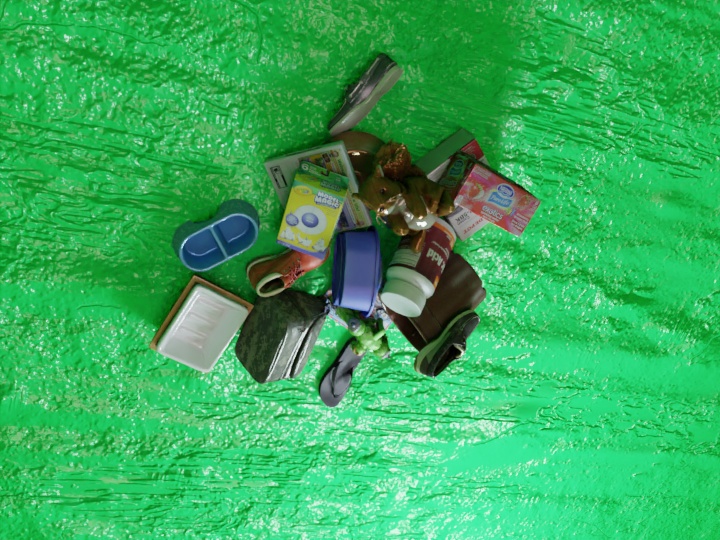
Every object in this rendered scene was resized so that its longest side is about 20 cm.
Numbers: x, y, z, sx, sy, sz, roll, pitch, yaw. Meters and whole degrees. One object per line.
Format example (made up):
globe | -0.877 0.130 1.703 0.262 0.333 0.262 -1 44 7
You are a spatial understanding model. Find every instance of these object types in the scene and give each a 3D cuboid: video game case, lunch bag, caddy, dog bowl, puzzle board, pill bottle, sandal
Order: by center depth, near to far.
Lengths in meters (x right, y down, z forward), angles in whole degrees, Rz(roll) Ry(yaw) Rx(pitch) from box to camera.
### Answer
video game case | -0.088 -0.166 1.641 0.178 0.022 0.203 -10 124 19
dog bowl | -0.305 -0.069 1.649 0.197 0.050 0.113 -26 123 -2
pill bottle | 0.124 -0.011 1.679 0.114 0.113 0.203 40 64 -31
caddy | 0.000 0.000 1.718 0.103 0.141 0.205 4 90 -13
lunch bag | -0.168 0.145 1.763 0.166 0.139 0.203 -3 124 -49
puzzle board | 0.008 0.079 1.852 0.199 0.017 0.151 34 103 -31
sandal | -0.046 0.258 1.915 0.075 0.043 0.203 15 112 -25

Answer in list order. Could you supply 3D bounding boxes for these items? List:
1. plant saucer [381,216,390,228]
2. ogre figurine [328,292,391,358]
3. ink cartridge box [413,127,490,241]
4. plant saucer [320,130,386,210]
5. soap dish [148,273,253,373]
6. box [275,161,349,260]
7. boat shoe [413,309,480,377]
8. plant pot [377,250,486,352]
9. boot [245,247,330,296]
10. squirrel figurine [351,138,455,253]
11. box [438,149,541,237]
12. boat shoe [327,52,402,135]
plant saucer | 0.040 -0.179 1.722 0.069 0.019 0.201 -38 121 4
ogre figurine | 0.008 0.135 1.802 0.097 0.120 0.202 -27 122 -3
ink cartridge box | 0.230 -0.191 1.739 0.146 0.083 0.201 -36 122 2
plant saucer | -0.015 -0.199 1.662 0.195 0.036 0.204 -5 125 -7
soap dish | -0.355 0.114 1.713 0.156 0.082 0.201 28 106 -28
box | -0.100 -0.127 1.630 0.115 0.049 0.202 19 126 -3
boat shoe | 0.203 0.167 1.701 0.200 0.066 0.073 -38 138 -24
plant pot | 0.175 0.067 1.800 0.197 0.200 0.202 -40 123 -11
boot | -0.150 -0.002 1.704 0.197 0.108 0.076 -22 121 -7
squirrel figurine | 0.069 -0.163 1.582 0.184 0.203 0.142 14 138 -33
box | 0.276 -0.165 1.660 0.197 0.100 0.097 24 107 -27
boat shoe | -0.001 -0.363 1.595 0.200 0.073 0.062 -43 79 15
